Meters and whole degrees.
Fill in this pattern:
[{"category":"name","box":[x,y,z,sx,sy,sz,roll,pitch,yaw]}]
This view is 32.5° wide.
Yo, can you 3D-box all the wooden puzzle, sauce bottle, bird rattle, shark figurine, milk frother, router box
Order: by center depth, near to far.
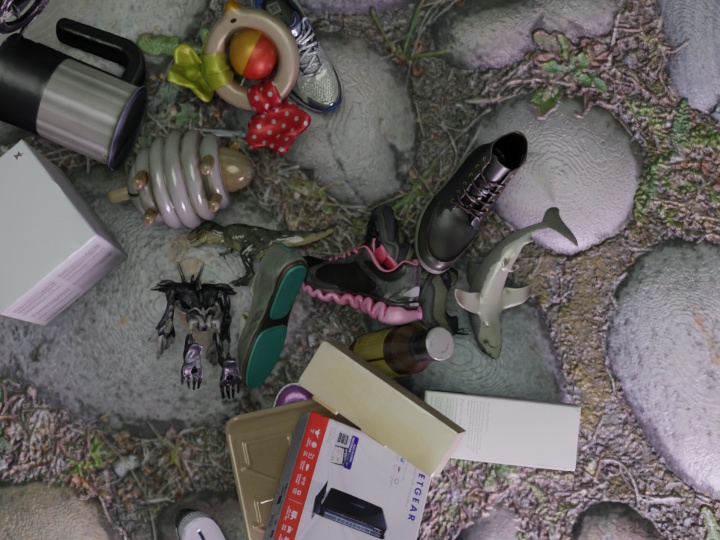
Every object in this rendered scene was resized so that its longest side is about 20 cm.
[{"category":"router box","box":[-0.017,0.298,1.499,0.177,0.049,0.203,23,66,-16]},{"category":"sauce bottle","box":[0.051,0.101,1.538,0.064,0.199,0.066,3,82,-26]},{"category":"wooden puzzle","box":[-0.069,0.266,1.554,0.183,0.046,0.203,-10,88,-19]},{"category":"milk frother","box":[-0.372,-0.255,1.573,0.186,0.200,0.183,22,81,2]},{"category":"bird rattle","box":[-0.144,-0.253,1.595,0.199,0.113,0.164,32,116,11]},{"category":"shark figurine","box":[0.180,-0.007,1.615,0.127,0.089,0.216,30,93,-31]}]

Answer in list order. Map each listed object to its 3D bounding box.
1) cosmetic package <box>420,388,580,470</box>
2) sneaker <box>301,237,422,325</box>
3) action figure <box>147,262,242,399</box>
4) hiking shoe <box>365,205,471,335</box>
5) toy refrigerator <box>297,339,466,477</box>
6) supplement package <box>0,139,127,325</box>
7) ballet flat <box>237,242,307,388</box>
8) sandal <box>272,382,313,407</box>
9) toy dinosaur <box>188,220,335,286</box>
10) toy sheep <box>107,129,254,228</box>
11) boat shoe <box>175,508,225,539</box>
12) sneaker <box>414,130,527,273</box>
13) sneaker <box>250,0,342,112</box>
[{"category":"cosmetic package","box":[0.174,0.203,1.576,0.197,0.108,0.086,5,86,-1]},{"category":"sneaker","box":[0.000,0.000,1.566,0.198,0.079,0.097,18,108,34]},{"category":"action figure","box":[-0.212,0.078,1.582,0.117,0.201,0.103,9,123,-23]},{"category":"hiking shoe","box":[0.074,0.005,1.621,0.099,0.076,0.203,-18,87,-19]},{"category":"toy refrigerator","box":[0.025,0.169,1.500,0.199,0.076,0.070,34,93,12]},{"category":"supplement package","box":[-0.411,-0.041,1.550,0.150,0.200,0.152,-39,85,-4]},{"category":"ballet flat","box":[-0.123,0.056,1.597,0.064,0.067,0.202,38,119,32]},{"category":"sandal","box":[-0.081,0.249,1.598,0.081,0.050,0.206,2,84,-1]},{"category":"toy dinosaur","box":[-0.131,-0.022,1.629,0.197,0.047,0.090,1,78,-3]},{"category":"toy sheep","box":[-0.233,-0.116,1.594,0.197,0.138,0.140,-7,84,5]},{"category":"boat shoe","box":[-0.180,0.388,1.577,0.071,0.071,0.203,-22,105,-15]},{"category":"sneaker","box":[0.139,-0.093,1.578,0.074,0.106,0.202,32,69,-8]},{"category":"sneaker","box":[-0.090,-0.300,1.634,0.076,0.085,0.202,-32,86,-3]}]
